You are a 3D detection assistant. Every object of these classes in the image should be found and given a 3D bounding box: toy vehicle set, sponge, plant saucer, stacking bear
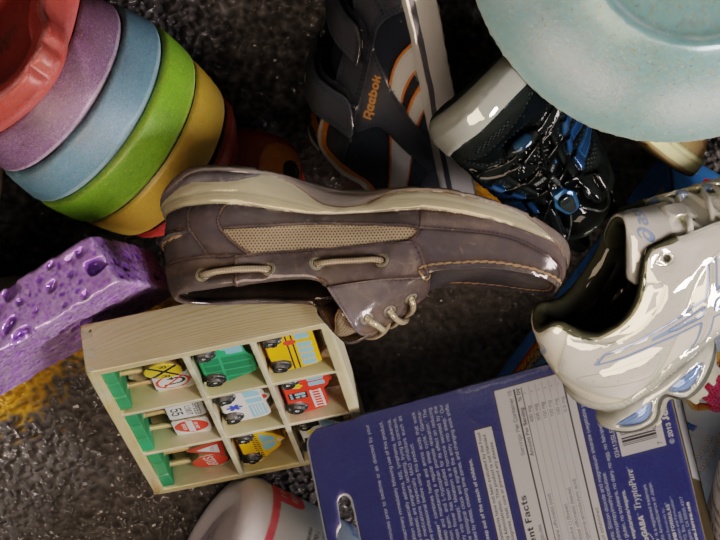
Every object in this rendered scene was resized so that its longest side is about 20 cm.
[{"bbox_3d":[-0.066,0.063,1.506,0.124,0.027,0.200,-12,157,2],"label":"toy vehicle set"},{"bbox_3d":[-0.195,0.047,1.447,0.199,0.112,0.030,-32,82,7],"label":"sponge"},{"bbox_3d":[0.147,-0.157,1.306,0.200,0.039,0.202,-1,97,-11],"label":"plant saucer"},{"bbox_3d":[-0.108,-0.067,1.452,0.200,0.122,0.114,34,135,-28],"label":"stacking bear"}]

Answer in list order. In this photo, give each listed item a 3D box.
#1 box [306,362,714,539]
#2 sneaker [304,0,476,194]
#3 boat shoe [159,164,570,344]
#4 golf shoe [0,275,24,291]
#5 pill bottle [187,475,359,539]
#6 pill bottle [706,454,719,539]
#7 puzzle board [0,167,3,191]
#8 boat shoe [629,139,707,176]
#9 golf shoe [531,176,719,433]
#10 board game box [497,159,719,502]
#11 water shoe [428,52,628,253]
[{"bbox_3d":[0.077,0.116,1.500,0.199,0.032,0.122,-16,78,16],"label":"box"},{"bbox_3d":[0.007,-0.102,1.438,0.079,0.079,0.201,-10,124,2],"label":"sneaker"},{"bbox_3d":[0.000,0.000,1.390,0.199,0.074,0.075,6,166,3],"label":"boat shoe"},{"bbox_3d":[-0.248,0.027,1.538,0.199,0.077,0.088,-14,114,11],"label":"golf shoe"},{"bbox_3d":[-0.004,0.204,1.619,0.199,0.109,0.109,28,120,-16],"label":"pill bottle"},{"bbox_3d":[0.236,0.120,1.484,0.113,0.114,0.201,8,123,-2],"label":"pill bottle"},{"bbox_3d":[-0.274,-0.017,1.463,0.199,0.151,0.017,-17,131,13],"label":"puzzle board"},{"bbox_3d":[0.114,-0.130,1.424,0.063,0.073,0.201,-44,106,-1],"label":"boat shoe"},{"bbox_3d":[0.169,-0.011,1.409,0.200,0.078,0.097,-46,131,5],"label":"golf shoe"},{"bbox_3d":[0.194,0.062,1.550,0.195,0.056,0.200,27,120,-15],"label":"board game box"},{"bbox_3d":[0.093,-0.056,1.401,0.071,0.200,0.079,-41,77,8],"label":"water shoe"}]
